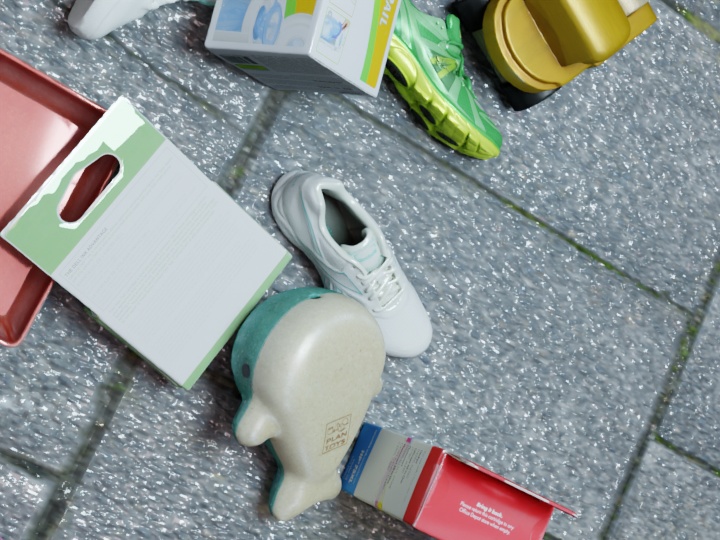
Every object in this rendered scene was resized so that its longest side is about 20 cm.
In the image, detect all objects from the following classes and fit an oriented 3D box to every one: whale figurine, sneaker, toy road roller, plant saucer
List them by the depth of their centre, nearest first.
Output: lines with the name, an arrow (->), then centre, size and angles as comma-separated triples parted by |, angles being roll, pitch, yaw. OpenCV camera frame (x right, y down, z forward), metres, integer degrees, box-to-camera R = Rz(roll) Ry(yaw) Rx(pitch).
plant saucer -> -0.307, -0.072, 0.868 | 0.199, 0.037, 0.200 | 30, 79, -21
sneaker -> -0.143, -0.241, 0.918 | 0.200, 0.075, 0.089 | -47, 119, -16
whale figurine -> -0.053, 0.108, 0.958 | 0.159, 0.104, 0.200 | -19, 123, -41
sneaker -> 0.000, 0.000, 0.977 | 0.070, 0.080, 0.200 | -44, 108, -18
sneaker -> 0.069, -0.182, 1.003 | 0.084, 0.074, 0.200 | -44, 106, -12
toy road roller -> 0.196, -0.239, 1.015 | 0.200, 0.146, 0.123 | -38, 105, -17

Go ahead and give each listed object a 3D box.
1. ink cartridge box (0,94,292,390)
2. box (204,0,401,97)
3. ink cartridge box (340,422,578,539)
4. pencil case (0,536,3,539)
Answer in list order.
ink cartridge box -> -0.169, -0.020, 0.906 | 0.200, 0.048, 0.146 | 44, 76, -26
box -> -0.031, -0.254, 0.921 | 0.101, 0.112, 0.200 | 21, 81, -56
ink cartridge box -> 0.076, 0.191, 0.947 | 0.116, 0.200, 0.067 | 28, 81, -21
pencil case -> -0.350, 0.252, 0.833 | 0.200, 0.083, 0.087 | -30, 101, -20
